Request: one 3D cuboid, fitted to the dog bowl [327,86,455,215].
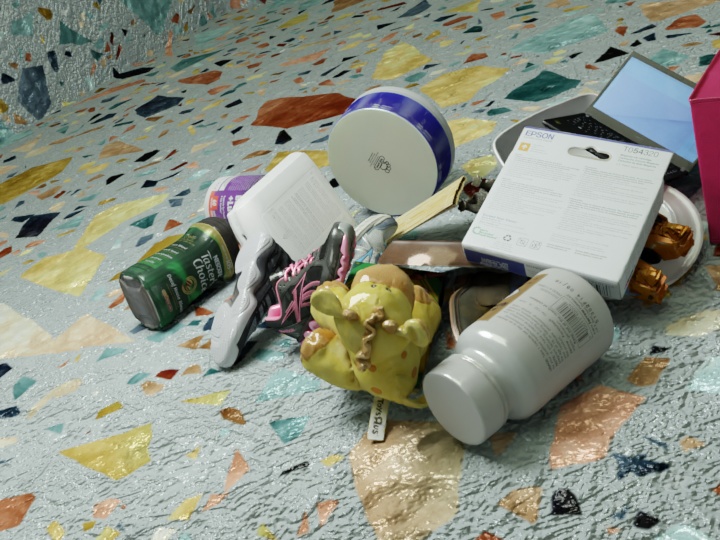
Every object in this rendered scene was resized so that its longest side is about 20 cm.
[{"bbox_3d":[0.049,-0.193,1.560,0.200,0.201,0.079,-2,33,31],"label":"dog bowl"}]

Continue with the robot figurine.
[{"bbox_3d":[0.292,-0.037,1.163,0.200,0.058,0.145,21,65,34],"label":"robot figurine"}]

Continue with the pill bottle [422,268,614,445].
[{"bbox_3d":[0.166,0.092,1.017,0.200,0.115,0.114,-34,29,-28],"label":"pill bottle"}]

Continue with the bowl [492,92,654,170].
[{"bbox_3d":[0.308,-0.141,1.362,0.200,0.075,0.200,-26,57,-12],"label":"bowl"}]

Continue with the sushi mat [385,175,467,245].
[{"bbox_3d":[0.075,-0.074,1.441,0.200,0.012,0.096,-31,18,34],"label":"sushi mat"}]

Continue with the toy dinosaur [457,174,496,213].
[{"bbox_3d":[0.210,-0.086,1.379,0.102,0.077,0.200,4,26,-36],"label":"toy dinosaur"}]

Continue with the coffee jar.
[{"bbox_3d":[-0.278,-0.001,1.517,0.085,0.105,0.200,10,39,41],"label":"coffee jar"}]

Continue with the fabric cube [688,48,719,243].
[{"bbox_3d":[0.538,-0.166,1.173,0.200,0.200,0.196,2,32,36],"label":"fabric cube"}]

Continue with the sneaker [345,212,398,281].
[{"bbox_3d":[0.000,0.000,1.361,0.086,0.078,0.200,37,58,12],"label":"sneaker"}]

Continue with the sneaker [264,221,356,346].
[{"bbox_3d":[-0.069,0.014,1.232,0.095,0.200,0.079,24,33,0],"label":"sneaker"}]

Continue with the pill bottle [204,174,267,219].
[{"bbox_3d":[-0.163,-0.109,1.642,0.200,0.112,0.111,2,33,37],"label":"pill bottle"}]

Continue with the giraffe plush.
[{"bbox_3d":[0.013,0.062,1.044,0.172,0.162,0.201,-8,57,-2],"label":"giraffe plush"}]

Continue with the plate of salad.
[{"bbox_3d":[0.334,-0.038,1.221,0.199,0.048,0.201,-12,50,14],"label":"plate of salad"}]

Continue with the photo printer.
[{"bbox_3d":[-0.107,-0.071,1.472,0.069,0.167,0.200,-26,17,41],"label":"photo printer"}]

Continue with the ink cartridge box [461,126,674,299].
[{"bbox_3d":[0.251,-0.075,1.143,0.196,0.043,0.200,16,60,30],"label":"ink cartridge box"}]

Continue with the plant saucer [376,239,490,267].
[{"bbox_3d":[0.121,-0.023,1.257,0.199,0.035,0.200,2,1,0],"label":"plant saucer"}]

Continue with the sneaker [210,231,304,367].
[{"bbox_3d":[-0.133,0.053,1.344,0.075,0.114,0.201,-10,58,53],"label":"sneaker"}]

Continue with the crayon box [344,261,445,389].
[{"bbox_3d":[0.032,0.063,1.199,0.127,0.051,0.200,7,32,8],"label":"crayon box"}]

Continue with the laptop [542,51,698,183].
[{"bbox_3d":[0.379,-0.209,1.289,0.177,0.104,0.200,37,32,27],"label":"laptop"}]

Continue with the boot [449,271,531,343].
[{"bbox_3d":[0.163,0.048,1.153,0.097,0.075,0.200,-15,24,15],"label":"boot"}]
